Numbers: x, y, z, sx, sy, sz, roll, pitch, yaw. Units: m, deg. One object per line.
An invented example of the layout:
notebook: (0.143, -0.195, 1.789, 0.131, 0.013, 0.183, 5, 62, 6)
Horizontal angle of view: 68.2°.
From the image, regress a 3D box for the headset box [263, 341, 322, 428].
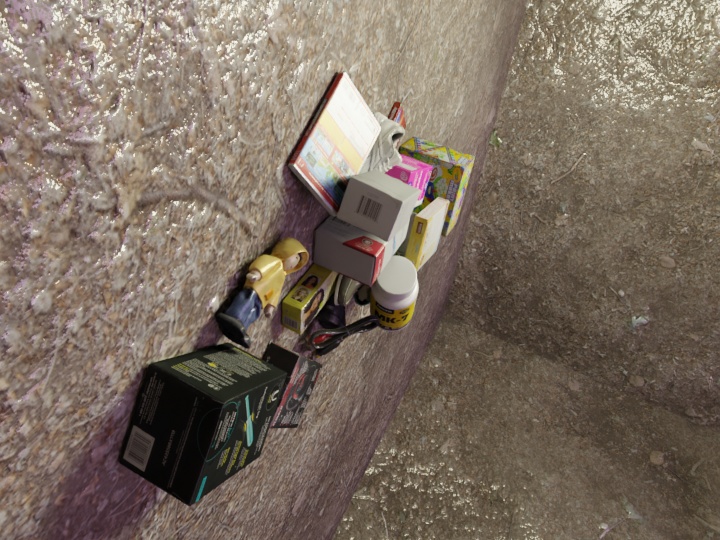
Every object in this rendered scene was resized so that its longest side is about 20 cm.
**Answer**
headset box: (-0.161, 0.241, 1.103, 0.200, 0.073, 0.152, 53, 59, -72)

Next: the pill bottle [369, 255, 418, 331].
pill bottle: (0.078, 0.056, 1.255, 0.116, 0.112, 0.202, -61, 167, -25)

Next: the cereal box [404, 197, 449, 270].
cereal box: (0.163, -0.089, 1.321, 0.200, 0.039, 0.148, -40, 146, -60)

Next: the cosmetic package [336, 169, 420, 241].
cosmetic package: (0.040, -0.130, 1.017, 0.083, 0.110, 0.200, -67, 170, 18)

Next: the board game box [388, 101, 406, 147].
board game box: (0.060, -0.291, 1.287, 0.103, 0.019, 0.205, 54, 58, -72)

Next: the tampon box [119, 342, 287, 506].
tampon box: (-0.220, 0.211, 0.781, 0.154, 0.123, 0.199, -70, 165, 6)

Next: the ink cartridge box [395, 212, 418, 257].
ink cartridge box: (0.077, -0.052, 1.410, 0.145, 0.142, 0.205, -43, 149, -55)

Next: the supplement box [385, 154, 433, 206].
supplement box: (0.094, -0.213, 1.282, 0.199, 0.101, 0.104, -31, 141, -63)

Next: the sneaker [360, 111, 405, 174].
sneaker: (0.036, -0.234, 1.131, 0.205, 0.097, 0.078, -68, 164, -3)

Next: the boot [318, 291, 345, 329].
boot: (-0.039, 0.045, 1.310, 0.165, 0.064, 0.205, 84, 23, -72)

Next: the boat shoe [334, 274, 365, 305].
boat shoe: (0.000, -0.002, 1.193, 0.073, 0.059, 0.205, 91, 22, -53)

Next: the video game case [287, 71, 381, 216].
video game case: (-0.040, -0.222, 0.943, 0.143, 0.017, 0.204, 45, 64, -46)

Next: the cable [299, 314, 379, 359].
cable: (-0.051, 0.140, 1.238, 0.197, 0.051, 0.098, -31, 139, -9)

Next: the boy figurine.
boy figurine: (-0.157, 0.030, 0.885, 0.202, 0.063, 0.126, -55, 156, -33)

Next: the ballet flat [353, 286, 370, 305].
ballet flat: (0.034, 0.012, 1.329, 0.071, 0.066, 0.203, -70, -177, -56)

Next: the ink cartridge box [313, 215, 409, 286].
ink cartridge box: (0.007, -0.076, 1.144, 0.201, 0.142, 0.085, -50, 156, -47)

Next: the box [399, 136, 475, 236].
box: (0.194, -0.236, 1.488, 0.122, 0.188, 0.205, -44, 151, -55)

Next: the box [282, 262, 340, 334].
box: (-0.094, 0.038, 1.122, 0.201, 0.049, 0.077, -55, 160, -43)
